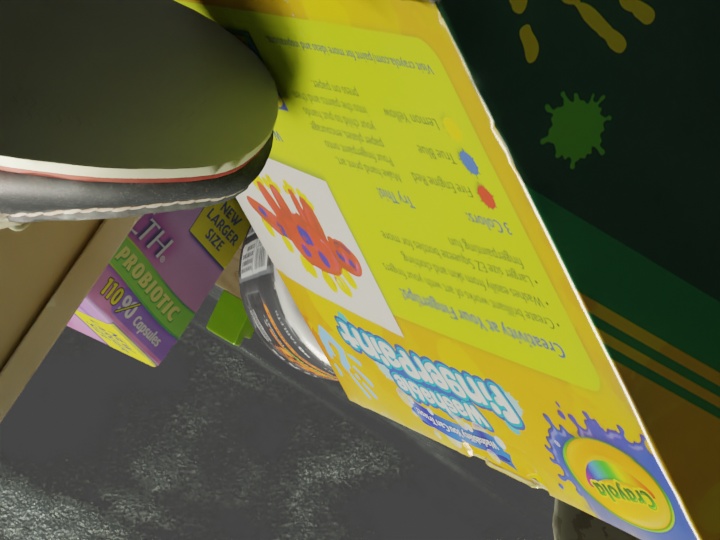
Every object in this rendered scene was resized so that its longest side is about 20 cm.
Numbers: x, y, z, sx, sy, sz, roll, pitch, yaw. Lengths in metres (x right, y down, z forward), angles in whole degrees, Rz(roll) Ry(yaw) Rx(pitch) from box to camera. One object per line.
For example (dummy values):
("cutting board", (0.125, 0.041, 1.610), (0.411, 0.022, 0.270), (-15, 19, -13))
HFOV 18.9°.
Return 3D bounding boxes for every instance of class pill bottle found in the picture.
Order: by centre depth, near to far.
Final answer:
("pill bottle", (0.000, 0.000, 1.007), (0.106, 0.106, 0.200), (33, 174, -6))

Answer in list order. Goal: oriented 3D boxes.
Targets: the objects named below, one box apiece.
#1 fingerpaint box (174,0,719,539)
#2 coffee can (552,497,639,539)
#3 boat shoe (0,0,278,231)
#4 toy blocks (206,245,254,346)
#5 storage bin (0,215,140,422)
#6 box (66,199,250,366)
("fingerpaint box", (0.033, -0.027, 0.582), (0.200, 0.073, 0.167), (20, 142, 61))
("coffee can", (0.171, 0.130, 0.978), (0.146, 0.146, 0.200), (30, 173, 19))
("boat shoe", (-0.118, -0.038, 0.577), (0.200, 0.071, 0.063), (5, 136, 7))
("toy blocks", (-0.014, 0.013, 1.297), (0.200, 0.100, 0.137), (28, -176, 36))
("storage bin", (-0.137, -0.070, 0.722), (0.094, 0.200, 0.199), (38, 172, -30))
("box", (-0.182, -0.062, 1.052), (0.200, 0.097, 0.176), (20, 160, 37))
